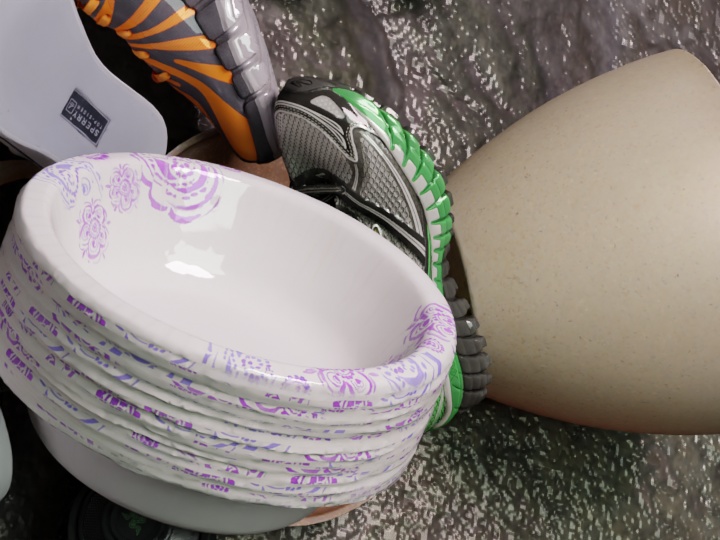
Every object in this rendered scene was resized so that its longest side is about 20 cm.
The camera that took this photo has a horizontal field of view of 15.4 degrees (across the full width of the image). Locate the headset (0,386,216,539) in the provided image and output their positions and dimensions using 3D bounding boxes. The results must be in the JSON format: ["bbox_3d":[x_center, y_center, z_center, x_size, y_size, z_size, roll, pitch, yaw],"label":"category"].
[{"bbox_3d":[-0.113,0.129,1.215,0.200,0.123,0.094,45,78,-4],"label":"headset"}]

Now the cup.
[{"bbox_3d":[0.112,-0.003,1.364,0.143,0.200,0.201,-10,87,-11],"label":"cup"}]

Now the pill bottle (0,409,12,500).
[{"bbox_3d":[-0.251,0.094,1.102,0.200,0.119,0.120,-25,96,-33],"label":"pill bottle"}]

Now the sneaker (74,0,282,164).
[{"bbox_3d":[-0.115,-0.126,1.263,0.112,0.078,0.200,-24,111,5],"label":"sneaker"}]

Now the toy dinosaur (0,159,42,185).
[{"bbox_3d":[-0.200,-0.029,1.213,0.060,0.106,0.200,40,55,20],"label":"toy dinosaur"}]

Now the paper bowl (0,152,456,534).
[{"bbox_3d":[-0.067,0.038,1.162,0.200,0.201,0.105,3,120,-35],"label":"paper bowl"}]

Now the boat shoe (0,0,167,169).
[{"bbox_3d":[-0.155,-0.088,1.183,0.074,0.065,0.200,-57,150,-17],"label":"boat shoe"}]

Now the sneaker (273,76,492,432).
[{"bbox_3d":[0.000,0.000,1.270,0.085,0.078,0.200,-34,118,-31],"label":"sneaker"}]

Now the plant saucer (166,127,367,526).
[{"bbox_3d":[-0.049,0.027,1.320,0.200,0.037,0.201,7,78,-35],"label":"plant saucer"}]
